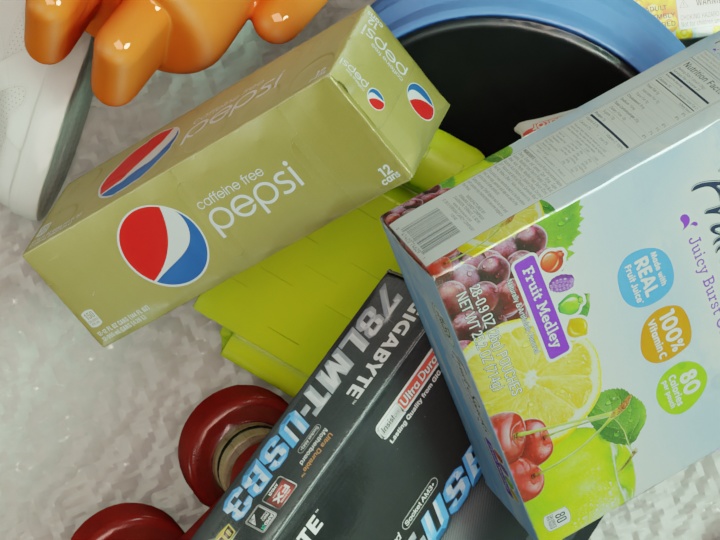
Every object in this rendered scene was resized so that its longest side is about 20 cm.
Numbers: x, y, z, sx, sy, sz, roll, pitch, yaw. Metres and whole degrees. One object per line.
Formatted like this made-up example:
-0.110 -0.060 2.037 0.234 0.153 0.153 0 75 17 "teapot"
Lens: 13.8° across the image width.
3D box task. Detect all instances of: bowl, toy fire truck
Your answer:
0.074 -0.056 1.449 0.200 0.039 0.201 7 127 9 "bowl"
-0.039 0.164 1.480 0.200 0.112 0.168 -45 117 -3 "toy fire truck"

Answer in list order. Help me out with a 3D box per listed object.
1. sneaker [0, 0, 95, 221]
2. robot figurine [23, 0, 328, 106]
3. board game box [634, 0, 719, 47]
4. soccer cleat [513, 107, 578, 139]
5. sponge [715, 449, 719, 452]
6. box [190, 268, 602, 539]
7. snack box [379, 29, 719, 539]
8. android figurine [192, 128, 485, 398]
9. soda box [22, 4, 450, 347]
-0.185 -0.130 1.488 0.115 0.074 0.200 12 79 0 "sneaker"
-0.084 -0.176 1.420 0.200 0.144 0.117 -55 136 -20 "robot figurine"
0.148 -0.210 1.479 0.103 0.105 0.200 -7 91 -3 "board game box"
0.106 0.009 1.413 0.085 0.069 0.200 -5 124 -9 "soccer cleat"
0.199 -0.016 1.461 0.030 0.112 0.200 16 103 31 "sponge"
0.014 0.134 1.406 0.050 0.199 0.200 22 69 40 "box"
0.130 0.004 1.338 0.200 0.068 0.169 -30 126 -9 "snack box"
0.000 0.000 1.458 0.200 0.041 0.182 28 127 -3 "android figurine"
-0.059 -0.042 1.383 0.200 0.068 0.064 -29 111 33 "soda box"
